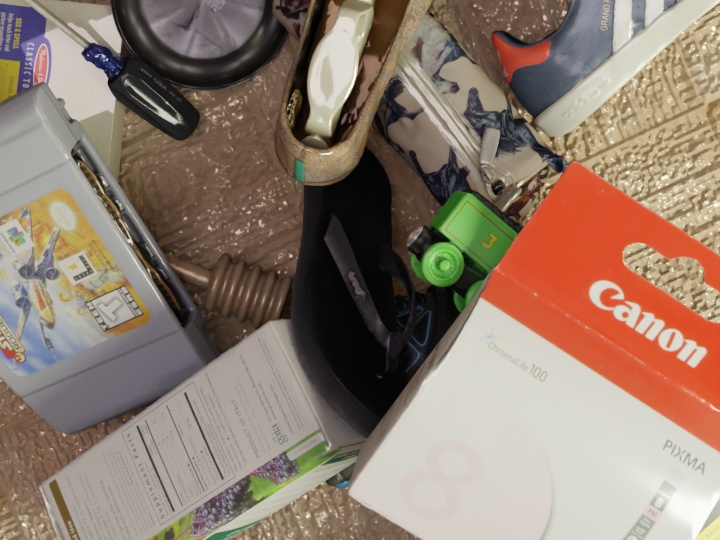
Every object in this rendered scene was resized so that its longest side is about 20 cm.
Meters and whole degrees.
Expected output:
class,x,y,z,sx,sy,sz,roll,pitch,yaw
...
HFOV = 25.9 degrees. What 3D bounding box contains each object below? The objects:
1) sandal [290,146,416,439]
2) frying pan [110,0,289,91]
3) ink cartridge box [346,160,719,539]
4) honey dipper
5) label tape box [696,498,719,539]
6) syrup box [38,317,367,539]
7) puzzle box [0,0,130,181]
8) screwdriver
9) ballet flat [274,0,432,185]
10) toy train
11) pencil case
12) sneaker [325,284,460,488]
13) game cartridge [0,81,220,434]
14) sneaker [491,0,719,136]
class,x,y,z,sx,sy,sz,roll,pitch,yaw
sandal,0.000,-0.001,0.873,0.043,0.076,0.202,-32,48,33
frying pan,-0.061,-0.182,0.944,0.188,0.031,0.116,-25,101,0
ink cartridge box,0.110,0.073,0.774,0.161,0.057,0.201,31,121,-7
honey dipper,-0.138,-0.013,0.944,0.198,0.038,0.038,21,94,-1
label tape box,0.152,0.119,0.895,0.143,0.066,0.200,-43,109,7
syrup box,-0.083,0.108,0.897,0.199,0.078,0.082,-36,73,27
puzzle box,-0.214,-0.070,0.976,0.131,0.025,0.203,8,92,9
screwdriver,-0.175,-0.139,0.919,0.199,0.028,0.029,34,68,-27
ballet flat,0.003,-0.143,0.833,0.067,0.067,0.203,14,86,7
toy train,0.109,0.033,0.812,0.199,0.042,0.057,39,88,-11
pencil case,0.031,-0.109,0.903,0.078,0.089,0.201,-38,84,-8
sneaker,0.035,0.036,0.915,0.200,0.073,0.082,-42,77,4
game cartridge,-0.183,0.002,0.921,0.132,0.042,0.201,-24,111,19
sneaker,0.159,-0.169,0.888,0.200,0.075,0.085,-41,90,8
